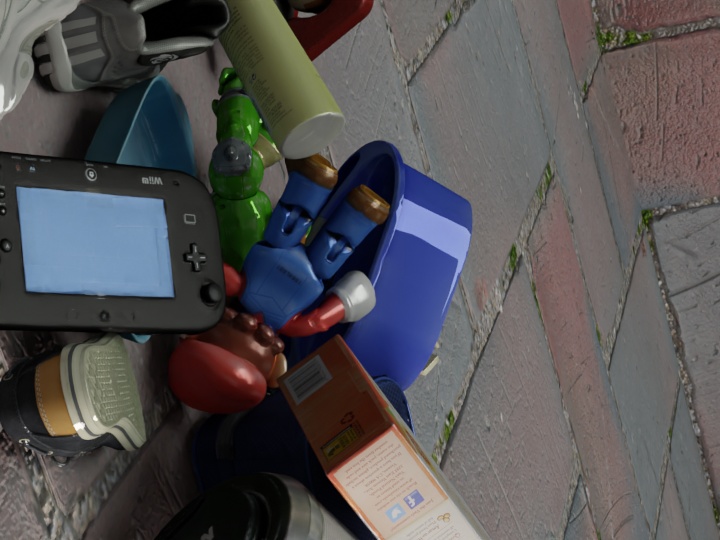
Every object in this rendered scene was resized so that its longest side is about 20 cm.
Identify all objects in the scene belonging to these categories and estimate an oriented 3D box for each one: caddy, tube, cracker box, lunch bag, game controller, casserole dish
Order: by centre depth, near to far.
[{"bbox_3d":[-0.161,-0.014,1.058,0.200,0.042,0.105,3,84,-46],"label":"game controller"},{"bbox_3d":[0.032,0.153,1.176,0.200,0.058,0.134,53,0,-28],"label":"cracker box"},{"bbox_3d":[-0.154,-0.042,1.183,0.200,0.039,0.121,-78,160,-45],"label":"casserole dish"},{"bbox_3d":[-0.076,-0.170,1.226,0.052,0.058,0.200,13,43,-59],"label":"tube"},{"bbox_3d":[-0.039,0.168,1.299,0.136,0.132,0.201,-23,101,-52],"label":"lunch bag"},{"bbox_3d":[0.000,0.000,1.380,0.105,0.141,0.201,22,84,-24],"label":"caddy"}]

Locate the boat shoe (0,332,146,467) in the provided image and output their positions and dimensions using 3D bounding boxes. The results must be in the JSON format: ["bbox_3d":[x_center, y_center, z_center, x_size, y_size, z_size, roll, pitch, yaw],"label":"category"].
[{"bbox_3d":[-0.171,0.077,1.066,0.200,0.062,0.075,46,30,-84],"label":"boat shoe"}]

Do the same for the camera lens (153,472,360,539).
[{"bbox_3d":[-0.044,0.239,1.125,0.200,0.160,0.160,46,32,-25],"label":"camera lens"}]

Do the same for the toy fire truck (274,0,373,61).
[{"bbox_3d":[-0.055,-0.268,1.426,0.112,0.167,0.201,7,74,-71],"label":"toy fire truck"}]

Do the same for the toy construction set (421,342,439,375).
[{"bbox_3d":[-0.012,0.042,1.528,0.200,0.092,0.131,53,30,-33],"label":"toy construction set"}]

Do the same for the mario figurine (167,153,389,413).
[{"bbox_3d":[-0.069,0.011,1.260,0.123,0.200,0.106,38,6,25],"label":"mario figurine"}]

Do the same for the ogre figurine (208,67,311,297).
[{"bbox_3d":[-0.088,-0.038,1.330,0.120,0.098,0.201,-86,-167,-68],"label":"ogre figurine"}]

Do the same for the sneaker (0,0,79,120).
[{"bbox_3d":[-0.221,-0.169,1.028,0.200,0.078,0.100,-81,150,-47],"label":"sneaker"}]

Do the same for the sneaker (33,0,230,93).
[{"bbox_3d":[-0.133,-0.164,1.218,0.200,0.115,0.075,-43,120,-68],"label":"sneaker"}]
